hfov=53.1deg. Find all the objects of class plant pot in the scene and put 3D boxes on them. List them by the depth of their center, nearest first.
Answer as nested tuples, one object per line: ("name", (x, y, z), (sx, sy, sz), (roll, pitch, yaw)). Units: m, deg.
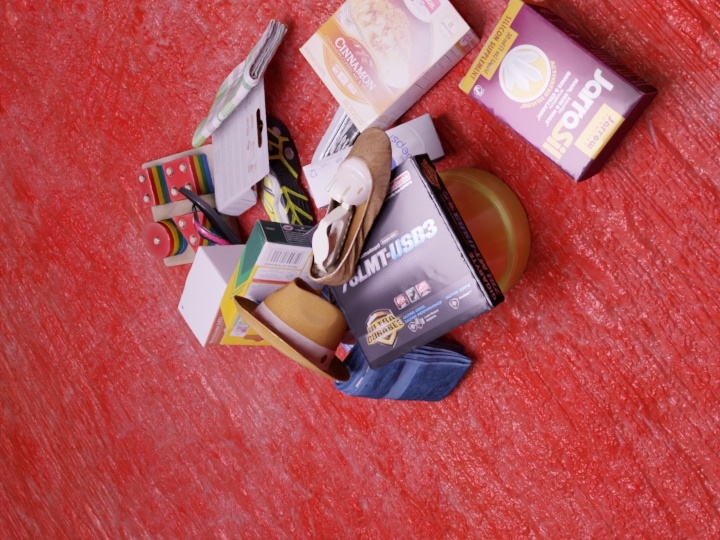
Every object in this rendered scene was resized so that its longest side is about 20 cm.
("plant pot", (0.111, -0.030, 0.984), (0.197, 0.188, 0.205), (8, 107, 30))

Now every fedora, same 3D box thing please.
("fedora", (-0.074, 0.065, 0.956), (0.199, 0.200, 0.083), (36, 91, 20))

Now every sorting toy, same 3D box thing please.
("sorting toy", (-0.329, -0.112, 1.323), (0.197, 0.069, 0.203), (-7, 99, 34))

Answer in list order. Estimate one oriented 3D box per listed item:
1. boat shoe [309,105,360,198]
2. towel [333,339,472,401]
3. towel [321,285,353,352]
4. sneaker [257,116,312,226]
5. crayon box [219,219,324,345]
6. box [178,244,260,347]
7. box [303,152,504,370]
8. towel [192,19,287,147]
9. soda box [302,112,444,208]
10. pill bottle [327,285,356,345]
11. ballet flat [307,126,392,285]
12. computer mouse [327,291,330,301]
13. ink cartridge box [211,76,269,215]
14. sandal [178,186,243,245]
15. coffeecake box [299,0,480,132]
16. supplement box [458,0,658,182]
("boat shoe", (-0.018, -0.185, 1.097), (0.071, 0.072, 0.203), (36, 117, 25))
("towel", (0.064, 0.148, 1.057), (0.113, 0.197, 0.049), (-59, 39, 28))
("towel", (-0.014, 0.020, 1.180), (0.145, 0.024, 0.201), (47, 123, 15))
("sneaker", (-0.143, -0.151, 1.190), (0.076, 0.075, 0.204), (-12, 90, 44))
("crayon box", (-0.123, 0.023, 1.046), (0.202, 0.124, 0.052), (-60, 41, 32))
("box", (-0.176, 0.035, 1.172), (0.098, 0.198, 0.126), (46, 124, 33))
("box", (0.048, -0.006, 0.889), (0.198, 0.049, 0.201), (-31, 86, 34))
("towel", (-0.197, -0.292, 1.132), (0.031, 0.151, 0.199), (36, 141, -22))
("soda box", (0.020, -0.155, 1.034), (0.197, 0.068, 0.065), (-22, 91, 7))
("pill bottle", (0.000, 0.000, 1.071), (0.105, 0.105, 0.204), (-22, 67, 35))
("ballet flat", (-0.019, -0.069, 0.846), (0.067, 0.072, 0.203), (34, 117, 25))
("computer mouse", (0.029, 0.081, 1.131), (0.197, 0.044, 0.112), (21, 120, 17))
("ink cartridge box", (-0.179, -0.195, 1.157), (0.198, 0.056, 0.166), (-20, 72, 49))
("sandal", (-0.246, -0.060, 1.234), (0.201, 0.045, 0.075), (53, 167, -28))
("coffeecake box", (0.040, -0.313, 0.998), (0.199, 0.073, 0.155), (-40, 79, 18))
("supplement box", (0.243, -0.225, 0.897), (0.200, 0.103, 0.132), (42, 121, 16))
